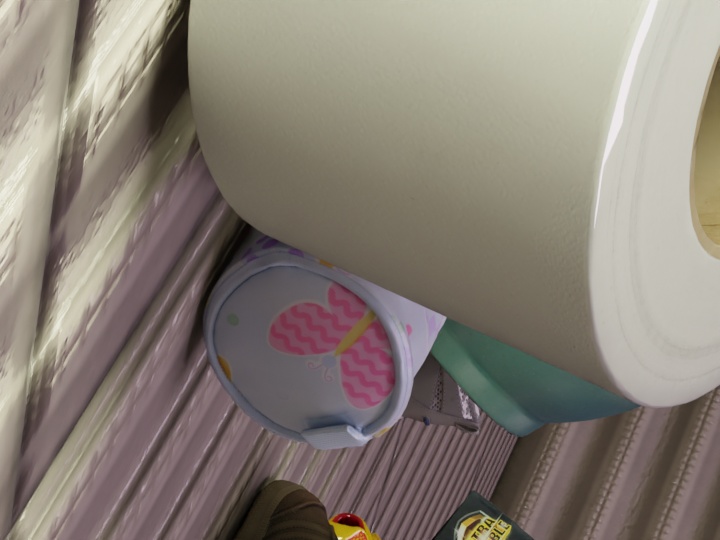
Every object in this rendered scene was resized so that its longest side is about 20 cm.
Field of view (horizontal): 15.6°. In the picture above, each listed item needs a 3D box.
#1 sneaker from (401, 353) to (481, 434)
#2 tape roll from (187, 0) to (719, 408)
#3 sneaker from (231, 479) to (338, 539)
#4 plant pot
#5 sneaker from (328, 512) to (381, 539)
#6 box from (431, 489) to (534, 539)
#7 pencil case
[{"bbox_3d":[0.075,0.005,1.590,0.075,0.082,0.201,58,55,-82],"label":"sneaker"},{"bbox_3d":[0.065,-0.078,0.760,0.202,0.139,0.204,-37,139,-41],"label":"tape roll"},{"bbox_3d":[-0.033,0.158,1.273,0.200,0.075,0.071,-39,150,-75],"label":"sneaker"},{"bbox_3d":[0.101,0.007,1.473,0.134,0.201,0.200,-41,177,9],"label":"plant pot"},{"bbox_3d":[-0.006,0.194,1.635,0.200,0.072,0.078,94,10,-77],"label":"sneaker"},{"bbox_3d":[-0.006,0.217,1.261,0.159,0.046,0.200,-46,173,-48],"label":"box"},{"bbox_3d":[0.010,-0.017,1.017,0.200,0.083,0.091,-57,145,-53],"label":"pencil case"}]
